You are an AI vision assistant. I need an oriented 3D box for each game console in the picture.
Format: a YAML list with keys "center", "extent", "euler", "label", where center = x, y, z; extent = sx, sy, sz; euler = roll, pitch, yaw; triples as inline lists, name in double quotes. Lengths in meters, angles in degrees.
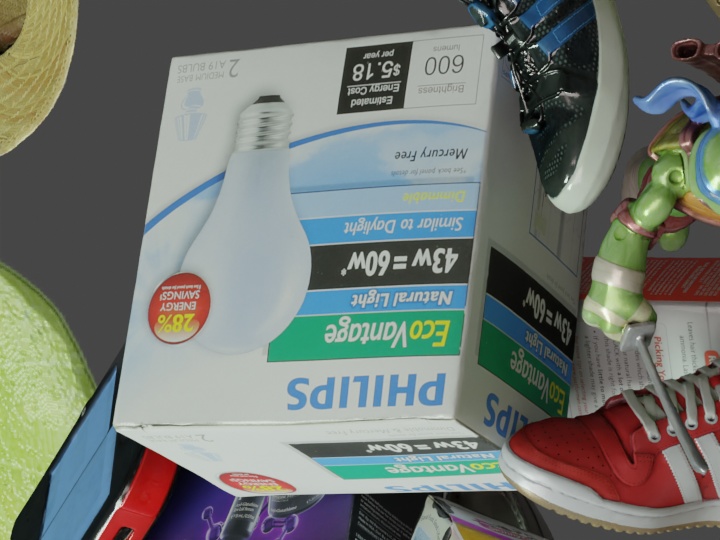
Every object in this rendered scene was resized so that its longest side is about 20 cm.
- center: [-0.156, 0.128, 1.429]
  extent: [0.031, 0.177, 0.200]
  euler: [24, 118, -20]
  label: "game console"

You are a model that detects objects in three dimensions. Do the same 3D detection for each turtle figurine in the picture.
- center: [0.176, -0.002, 1.155]
  extent: [0.144, 0.194, 0.200]
  euler: [-42, 92, 8]
  label: "turtle figurine"

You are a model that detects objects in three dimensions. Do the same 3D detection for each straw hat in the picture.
- center: [-0.202, -0.163, 1.383]
  extent: [0.200, 0.085, 0.203]
  euler: [8, 104, 32]
  label: "straw hat"

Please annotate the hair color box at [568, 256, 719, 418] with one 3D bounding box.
- center: [0.177, 0.050, 1.290]
  extent: [0.199, 0.061, 0.102]
  euler: [2, 113, 28]
  label: "hair color box"

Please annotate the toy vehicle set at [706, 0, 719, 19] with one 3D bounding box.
- center: [0.195, -0.187, 1.195]
  extent: [0.124, 0.027, 0.200]
  euler: [-35, 93, 35]
  label: "toy vehicle set"

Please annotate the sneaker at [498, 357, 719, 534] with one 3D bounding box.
- center: [0.167, 0.063, 1.182]
  extent: [0.199, 0.071, 0.113]
  euler: [5, 118, -20]
  label: "sneaker"

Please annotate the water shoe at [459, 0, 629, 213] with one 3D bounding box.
- center: [0.075, -0.123, 1.180]
  extent: [0.071, 0.078, 0.202]
  euler: [137, 134, -66]
  label: "water shoe"

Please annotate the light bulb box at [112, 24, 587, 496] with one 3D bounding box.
- center: [0.000, 0.000, 1.267]
  extent: [0.197, 0.125, 0.201]
  euler: [-4, 68, 29]
  label: "light bulb box"

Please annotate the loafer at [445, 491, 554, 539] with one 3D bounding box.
- center: [0.081, 0.206, 1.374]
  extent: [0.069, 0.070, 0.201]
  euler: [-16, 80, 17]
  label: "loafer"

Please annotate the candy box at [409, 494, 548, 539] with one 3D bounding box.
- center: [0.062, 0.233, 1.288]
  extent: [0.136, 0.061, 0.201]
  euler: [21, 93, -14]
  label: "candy box"

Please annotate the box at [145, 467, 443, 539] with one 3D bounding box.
- center: [-0.052, 0.138, 1.395]
  extent: [0.199, 0.142, 0.079]
  euler: [-24, 129, 33]
  label: "box"
